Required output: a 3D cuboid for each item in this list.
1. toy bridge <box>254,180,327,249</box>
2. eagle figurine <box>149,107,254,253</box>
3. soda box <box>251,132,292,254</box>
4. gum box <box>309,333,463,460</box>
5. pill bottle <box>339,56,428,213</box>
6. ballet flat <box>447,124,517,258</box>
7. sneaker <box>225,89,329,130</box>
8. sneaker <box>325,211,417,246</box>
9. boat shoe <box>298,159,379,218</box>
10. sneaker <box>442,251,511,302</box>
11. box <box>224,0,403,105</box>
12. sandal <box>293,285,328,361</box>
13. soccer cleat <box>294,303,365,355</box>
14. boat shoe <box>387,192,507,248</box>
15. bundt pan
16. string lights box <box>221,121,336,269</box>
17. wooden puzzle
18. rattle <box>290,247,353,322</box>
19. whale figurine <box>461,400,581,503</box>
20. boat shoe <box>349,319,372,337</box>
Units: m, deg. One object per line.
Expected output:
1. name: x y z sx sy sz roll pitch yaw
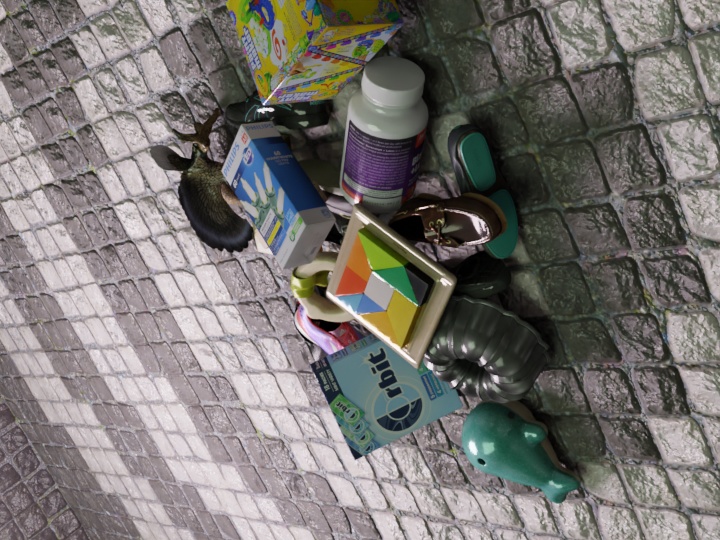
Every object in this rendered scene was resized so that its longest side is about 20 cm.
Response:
1. toy bridge: -0.121 -0.095 1.561 0.068 0.027 0.200 58 145 0
2. eagle figurine: -0.246 -0.143 1.668 0.150 0.151 0.201 27 137 39
3. soda box: -0.144 -0.124 1.644 0.064 0.068 0.201 14 129 29
4. gum box: 0.043 0.185 1.611 0.171 0.199 0.045 66 175 -18
5. pill bottle: 0.034 -0.188 1.378 0.111 0.111 0.201 33 139 23
6. ballet flat: 0.162 -0.111 1.354 0.073 0.073 0.201 7 131 42
7. sneaker: -0.130 -0.259 1.538 0.199 0.075 0.080 5 110 36
8. sneaker: 0.006 -0.056 1.538 0.199 0.082 0.075 5 124 44
9. boat shoe: -0.046 -0.122 1.534 0.201 0.071 0.061 24 135 45
10. sneaker: 0.159 0.032 1.473 0.091 0.076 0.199 51 151 -16
11. box: -0.072 -0.352 1.295 0.192 0.121 0.201 -35 71 53
12. sandal: -0.085 0.095 1.736 0.075 0.045 0.202 -34 68 55
13. soccer cleat: -0.023 0.120 1.636 0.200 0.068 0.073 40 159 2
14. boat shoe: 0.112 -0.060 1.338 0.199 0.070 0.071 6 125 59
15. bundt pan: 0.173 0.126 1.464 0.200 0.076 0.202 21 151 13
16. string lights box: -0.123 -0.113 1.479 0.201 0.059 0.103 56 138 24
17. wooden puzzle: 0.035 0.027 1.420 0.185 0.037 0.201 37 137 20
18. rattle: 0.000 0.000 1.565 0.199 0.143 0.131 -16 103 25
19. whale figurine: 0.243 0.292 1.557 0.200 0.104 0.159 43 141 11
20. boat shoe: -0.004 0.108 1.701 0.067 0.057 0.200 44 142 10
